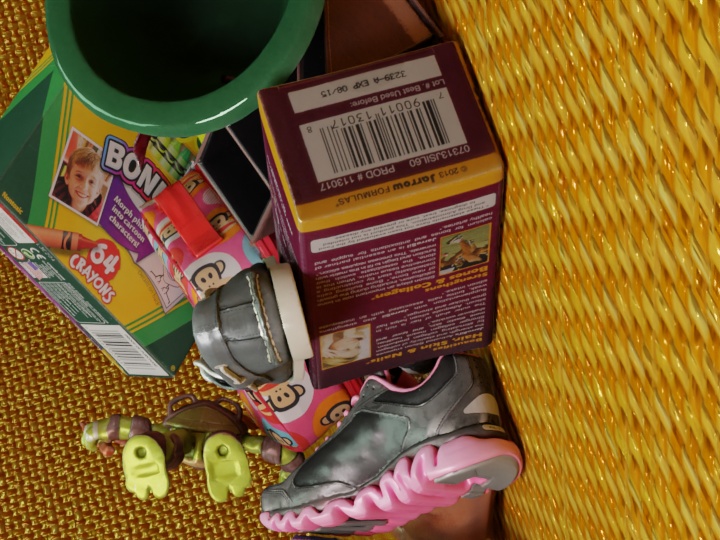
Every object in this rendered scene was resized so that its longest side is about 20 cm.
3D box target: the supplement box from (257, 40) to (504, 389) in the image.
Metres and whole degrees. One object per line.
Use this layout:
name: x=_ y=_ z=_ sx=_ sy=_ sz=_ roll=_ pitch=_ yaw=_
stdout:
supplement box: x=0.012 y=-0.025 z=1.097 sx=0.200 sy=0.110 sz=0.086 roll=88 pitch=166 yaw=-61

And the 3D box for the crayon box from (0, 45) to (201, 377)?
crayon box: x=-0.165 y=-0.053 z=1.409 sx=0.058 sy=0.173 sz=0.200 roll=-1 pitch=140 yaw=44

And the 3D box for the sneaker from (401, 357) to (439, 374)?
sneaker: x=0.000 y=0.000 z=1.353 sx=0.200 sy=0.075 sz=0.087 roll=53 pitch=169 yaw=32

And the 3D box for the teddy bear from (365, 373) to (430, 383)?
teddy bear: x=0.020 y=0.088 z=1.487 sx=0.200 sy=0.067 sz=0.145 roll=104 pitch=148 yaw=-78

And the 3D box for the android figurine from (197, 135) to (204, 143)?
android figurine: x=-0.079 y=-0.145 z=1.454 sx=0.200 sy=0.041 sz=0.182 roll=62 pitch=-145 yaw=-21

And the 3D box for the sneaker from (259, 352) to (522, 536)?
sneaker: x=0.013 y=0.106 z=1.236 sx=0.079 sy=0.200 sz=0.095 roll=9 pitch=-116 yaw=-47

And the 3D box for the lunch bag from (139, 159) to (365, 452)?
lunch bag: x=-0.080 y=0.012 z=1.319 sx=0.176 sy=0.082 sz=0.200 roll=58 pitch=175 yaw=-27

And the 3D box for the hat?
hat: x=-0.071 y=-0.140 z=1.151 sx=0.176 sy=0.200 sz=0.166 roll=21 pitch=-99 yaw=-63

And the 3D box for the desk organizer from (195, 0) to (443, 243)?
desk organizer: x=-0.029 y=-0.097 z=1.156 sx=0.072 sy=0.077 sz=0.200 roll=54 pitch=154 yaw=12

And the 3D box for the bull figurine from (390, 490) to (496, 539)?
bull figurine: x=0.047 y=0.156 z=1.336 sx=0.121 sy=0.065 sz=0.200 roll=37 pitch=148 yaw=21

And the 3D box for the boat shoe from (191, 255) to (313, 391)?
boat shoe: x=-0.066 y=0.032 z=1.117 sx=0.200 sy=0.062 sz=0.073 roll=141 pitch=114 yaw=-83

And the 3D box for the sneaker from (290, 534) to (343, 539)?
sneaker: x=0.043 y=0.211 z=1.224 sx=0.115 sy=0.199 sz=0.081 roll=124 pitch=170 yaw=-65

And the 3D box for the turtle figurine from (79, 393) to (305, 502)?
turtle figurine: x=-0.096 y=0.117 z=1.343 sx=0.161 sy=0.200 sz=0.064 roll=-57 pitch=-19 yaw=-86
